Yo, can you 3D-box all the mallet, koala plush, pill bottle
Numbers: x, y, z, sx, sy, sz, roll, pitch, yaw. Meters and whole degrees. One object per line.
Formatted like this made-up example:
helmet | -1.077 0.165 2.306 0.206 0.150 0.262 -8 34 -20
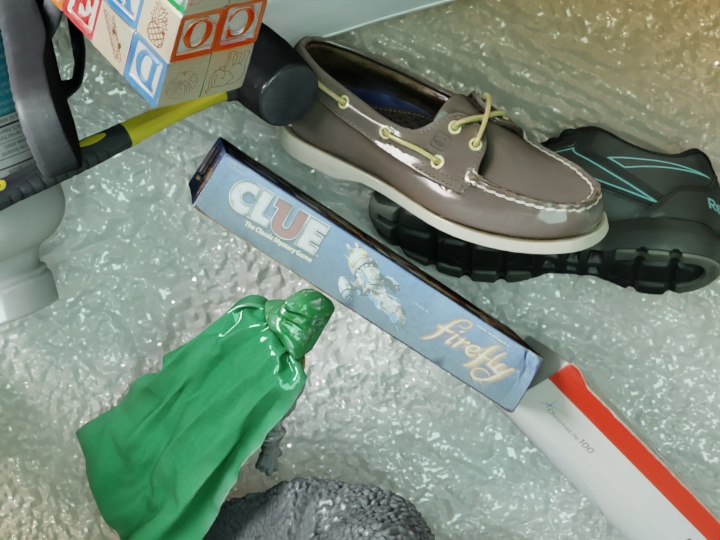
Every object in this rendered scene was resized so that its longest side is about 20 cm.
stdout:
mallet | -0.111 -0.069 1.407 0.200 0.066 0.041 -33 137 -26
koala plush | 0.026 0.212 1.461 0.199 0.183 0.178 26 53 -31
pill bottle | -0.225 -0.068 1.439 0.110 0.111 0.201 -18 98 -2

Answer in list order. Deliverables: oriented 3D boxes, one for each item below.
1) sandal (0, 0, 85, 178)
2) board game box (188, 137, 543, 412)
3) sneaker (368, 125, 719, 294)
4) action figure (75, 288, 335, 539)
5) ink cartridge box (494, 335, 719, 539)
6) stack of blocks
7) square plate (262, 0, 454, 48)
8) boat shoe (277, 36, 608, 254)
sandal | -0.162 -0.124 1.412 0.043 0.201 0.076 -19 137 1
board game box | 0.000 0.000 1.452 0.199 0.135 0.035 33 93 -8
sneaker | 0.105 -0.037 1.499 0.199 0.075 0.080 6 67 1
action figure | -0.075 0.077 1.441 0.200 0.054 0.118 -49 59 35
ink cartridge box | 0.144 0.116 1.443 0.047 0.200 0.160 -44 97 1
stack of blocks | -0.125 -0.190 1.361 0.058 0.200 0.116 -17 140 -38
square plate | -0.029 -0.227 1.477 0.199 0.028 0.199 -17 98 -2
boat shoe | 0.044 -0.068 1.440 0.199 0.072 0.060 24 128 26
